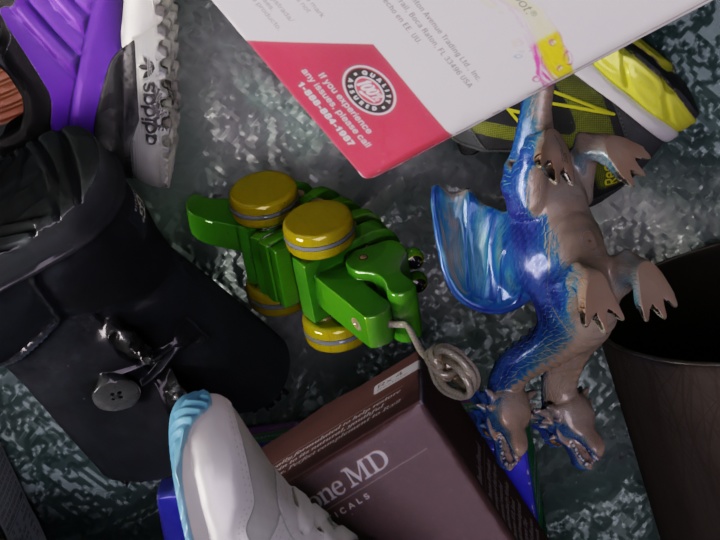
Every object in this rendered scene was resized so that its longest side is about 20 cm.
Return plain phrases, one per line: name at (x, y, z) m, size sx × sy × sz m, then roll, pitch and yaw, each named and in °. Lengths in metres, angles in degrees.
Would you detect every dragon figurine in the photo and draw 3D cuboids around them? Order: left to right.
dragon figurine at (0.068, -0.016, 0.878) m, size 0.059 × 0.099 × 0.202 m, roll -13°, pitch 86°, yaw -37°

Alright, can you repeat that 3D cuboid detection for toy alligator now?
toy alligator at (0.000, 0.000, 0.918) m, size 0.054 × 0.199 × 0.060 m, roll -30°, pitch 128°, yaw -27°

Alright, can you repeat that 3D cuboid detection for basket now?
basket at (0.201, 0.099, 0.952) m, size 0.179 × 0.136 × 0.202 m, roll -12°, pitch 112°, yaw -6°

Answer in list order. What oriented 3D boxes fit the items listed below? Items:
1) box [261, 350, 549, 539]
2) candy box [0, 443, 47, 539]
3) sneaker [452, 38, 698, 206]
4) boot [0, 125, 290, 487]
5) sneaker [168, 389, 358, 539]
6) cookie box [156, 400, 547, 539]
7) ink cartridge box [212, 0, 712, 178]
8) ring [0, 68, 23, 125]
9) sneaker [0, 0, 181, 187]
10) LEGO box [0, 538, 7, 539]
box at (0.039, 0.147, 0.919) m, size 0.100 × 0.075 × 0.201 m, roll -32°, pitch 100°, yaw 11°
candy box at (-0.207, 0.164, 1.011) m, size 0.135 × 0.061 × 0.201 m, roll -20°, pitch 106°, yaw 8°
sneaker at (0.048, -0.096, 0.919) m, size 0.199 × 0.075 × 0.085 m, roll 34°, pitch 105°, yaw -10°
boot at (-0.146, 0.044, 0.920) m, size 0.199 × 0.077 × 0.168 m, roll -28°, pitch 133°, yaw 9°
sneaker at (-0.015, 0.129, 0.847) m, size 0.080 × 0.077 × 0.201 m, roll -24°, pitch 109°, yaw 2°
cookie box at (0.009, 0.169, 1.002) m, size 0.170 × 0.075 × 0.202 m, roll -8°, pitch 107°, yaw 4°
ink cartridge box at (0.042, -0.143, 0.785) m, size 0.199 × 0.086 × 0.148 m, roll -26°, pitch 116°, yaw 31°
ring at (-0.186, -0.158, 0.932) m, size 0.198 × 0.019 × 0.202 m, roll 0°, pitch 107°, yaw 2°
sneaker at (-0.126, -0.131, 0.894) m, size 0.099 × 0.070 × 0.202 m, roll 1°, pitch 108°, yaw 2°
LEGO box at (-0.174, 0.175, 0.899) m, size 0.198 × 0.149 × 0.078 m, roll 9°, pitch 109°, yaw 2°
